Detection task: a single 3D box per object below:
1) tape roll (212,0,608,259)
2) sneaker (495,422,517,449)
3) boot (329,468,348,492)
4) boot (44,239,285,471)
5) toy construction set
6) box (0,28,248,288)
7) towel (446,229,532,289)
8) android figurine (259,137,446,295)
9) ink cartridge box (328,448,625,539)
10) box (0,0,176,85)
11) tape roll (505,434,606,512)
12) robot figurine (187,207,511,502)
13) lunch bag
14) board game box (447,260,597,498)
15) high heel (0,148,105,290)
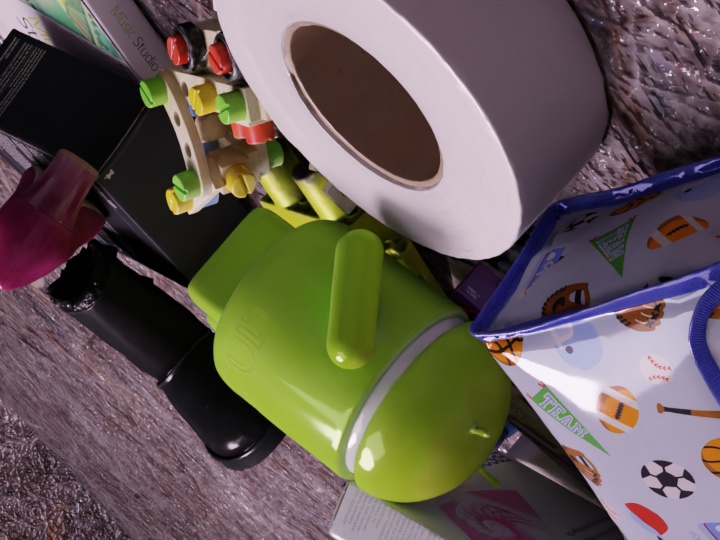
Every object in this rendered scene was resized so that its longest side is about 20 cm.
[{"bbox_3d":[0.021,-0.102,0.769,0.202,0.071,0.203,38,160,16],"label":"tape roll"},{"bbox_3d":[0.056,0.121,1.139,0.075,0.078,0.200,43,160,5],"label":"sneaker"},{"bbox_3d":[-0.005,0.122,1.144,0.200,0.070,0.132,-48,-65,-82],"label":"boot"},{"bbox_3d":[-0.142,0.056,1.145,0.162,0.073,0.198,43,177,-24],"label":"boot"},{"bbox_3d":[-0.061,-0.087,0.932,0.200,0.092,0.132,10,117,46],"label":"toy construction set"},{"bbox_3d":[-0.180,-0.074,1.147,0.141,0.079,0.200,28,167,28],"label":"box"},{"bbox_3d":[0.136,0.065,0.933,0.192,0.035,0.200,36,158,24],"label":"towel"},{"bbox_3d":[0.000,0.000,1.059,0.182,0.041,0.200,20,148,55],"label":"android figurine"},{"bbox_3d":[0.110,0.172,0.929,0.199,0.043,0.196,26,-168,24],"label":"ink cartridge box"},{"bbox_3d":[-0.221,-0.192,1.124,0.200,0.036,0.145,13,144,53],"label":"box"},{"bbox_3d":[0.180,0.193,1.102,0.203,0.037,0.203,39,160,17],"label":"tape roll"},{"bbox_3d":[-0.001,0.050,0.879,0.200,0.116,0.176,36,165,23],"label":"robot figurine"},{"bbox_3d":[0.177,0.042,0.678,0.200,0.124,0.170,-15,120,43],"label":"lunch bag"},{"bbox_3d":[0.124,0.083,0.921,0.200,0.032,0.120,41,157,3],"label":"board game box"},{"bbox_3d":[-0.219,-0.019,1.058,0.067,0.096,0.200,35,167,-12],"label":"high heel"}]
